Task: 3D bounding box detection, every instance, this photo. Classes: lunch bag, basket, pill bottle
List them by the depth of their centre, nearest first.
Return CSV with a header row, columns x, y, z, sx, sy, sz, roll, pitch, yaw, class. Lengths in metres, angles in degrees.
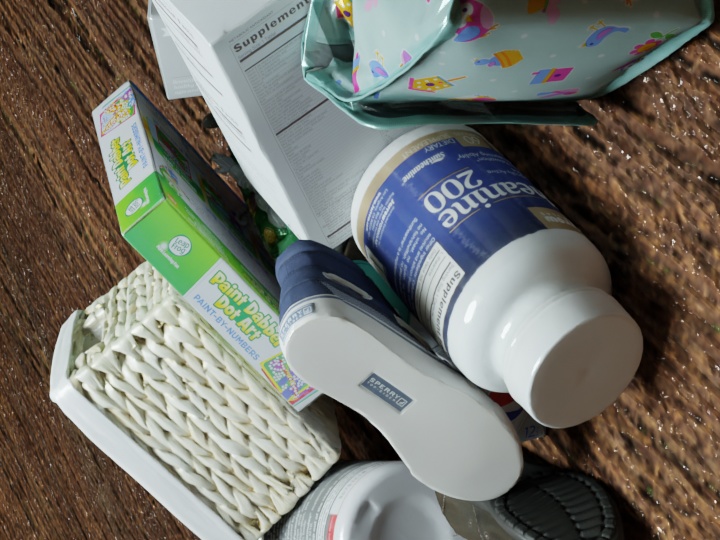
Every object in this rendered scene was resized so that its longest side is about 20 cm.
x,y,z,sx,sy,sz,roll,pitch,yaw,class
0.073,-0.144,1.027,0.200,0.169,0.123,143,119,-61,lunch bag
0.084,0.003,1.129,0.200,0.110,0.112,50,142,43,pill bottle
-0.119,0.094,1.369,0.200,0.123,0.136,46,-170,-19,basket
-0.007,0.200,1.384,0.200,0.113,0.115,-9,92,64,pill bottle

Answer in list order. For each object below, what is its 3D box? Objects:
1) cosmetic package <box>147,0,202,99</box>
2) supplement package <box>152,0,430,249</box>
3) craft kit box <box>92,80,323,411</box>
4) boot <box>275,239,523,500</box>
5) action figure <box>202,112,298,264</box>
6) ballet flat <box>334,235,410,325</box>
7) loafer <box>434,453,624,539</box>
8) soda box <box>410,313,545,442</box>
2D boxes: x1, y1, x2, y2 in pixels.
x,y,z,sx,sy,sz,roll,pitch,yaw,class
-0.098,-0.224,1.320,0.091,0.106,0.201,83,-178,-52,cosmetic package
-0.040,-0.129,1.161,0.110,0.113,0.201,47,168,42,supplement package
-0.107,-0.020,1.330,0.200,0.048,0.198,48,-174,-31,craft kit box
0.026,0.059,1.147,0.073,0.200,0.091,-37,31,18,boot
-0.073,-0.063,1.323,0.119,0.054,0.201,72,173,-49,action figure
0.000,0.000,1.245,0.068,0.068,0.202,-32,42,49,ballet flat
0.112,0.168,1.200,0.200,0.072,0.072,-150,45,-64,loafer
0.047,0.058,1.272,0.200,0.068,0.064,33,129,56,soda box
